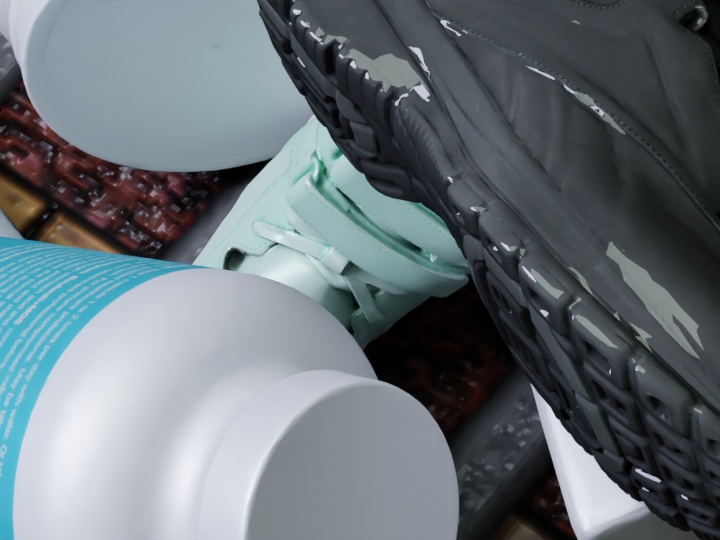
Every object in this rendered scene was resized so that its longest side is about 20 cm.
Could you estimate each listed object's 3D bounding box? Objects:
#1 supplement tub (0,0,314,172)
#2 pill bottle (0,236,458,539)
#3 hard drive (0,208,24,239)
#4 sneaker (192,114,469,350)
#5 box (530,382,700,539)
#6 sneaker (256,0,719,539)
[{"bbox_3d":[-0.062,-0.148,0.892,0.145,0.146,0.201,-19,56,6],"label":"supplement tub"},{"bbox_3d":[-0.067,0.051,0.715,0.200,0.111,0.111,8,60,48],"label":"pill bottle"},{"bbox_3d":[-0.156,0.040,0.875,0.139,0.033,0.200,-37,55,-6],"label":"hard drive"},{"bbox_3d":[0.000,0.000,0.773,0.074,0.200,0.118,38,77,-7],"label":"sneaker"},{"bbox_3d":[0.148,0.019,0.686,0.198,0.200,0.131,-22,55,6],"label":"box"},{"bbox_3d":[0.053,-0.028,0.585,0.091,0.076,0.200,-32,58,-7],"label":"sneaker"}]
